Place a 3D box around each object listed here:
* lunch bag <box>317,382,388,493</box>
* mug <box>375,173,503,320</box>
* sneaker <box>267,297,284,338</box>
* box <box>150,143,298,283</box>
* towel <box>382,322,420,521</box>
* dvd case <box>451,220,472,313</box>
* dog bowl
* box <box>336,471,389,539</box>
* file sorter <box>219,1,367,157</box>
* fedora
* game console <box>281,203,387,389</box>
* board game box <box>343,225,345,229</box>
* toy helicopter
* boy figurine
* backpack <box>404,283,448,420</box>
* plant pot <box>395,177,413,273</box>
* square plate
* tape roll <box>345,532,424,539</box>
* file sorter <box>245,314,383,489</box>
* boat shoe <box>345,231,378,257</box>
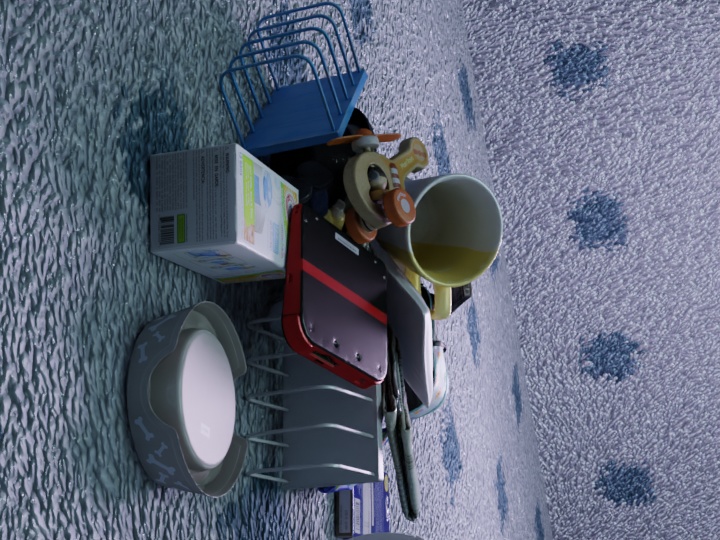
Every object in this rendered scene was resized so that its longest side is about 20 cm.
[{"bbox_3d":[-0.021,0.210,1.597,0.170,0.127,0.201,34,63,-76],"label":"lunch bag"},{"bbox_3d":[0.083,-0.046,1.555,0.149,0.153,0.187,32,83,-28],"label":"mug"},{"bbox_3d":[-0.084,0.054,1.538,0.200,0.073,0.071,60,17,-74],"label":"sneaker"},{"bbox_3d":[-0.147,-0.058,1.274,0.200,0.101,0.113,34,52,-70],"label":"box"},{"bbox_3d":[0.057,0.200,1.532,0.193,0.034,0.201,-90,171,-55],"label":"towel"},{"bbox_3d":[0.136,-0.019,1.700,0.200,0.016,0.149,119,-34,-78],"label":"dvd case"},{"bbox_3d":[-0.177,0.134,1.177,0.200,0.058,0.201,-6,90,-74],"label":"dog bowl"},{"bbox_3d":[0.005,0.365,1.780,0.200,0.032,0.122,43,43,-65],"label":"box"},{"bbox_3d":[-0.089,-0.255,1.496,0.200,0.138,0.123,-72,148,-55],"label":"file sorter"},{"bbox_3d":[-0.063,-0.135,1.526,0.091,0.200,0.201,6,74,-31],"label":"fedora"},{"bbox_3d":[-0.027,0.035,1.358,0.200,0.031,0.178,36,46,-50],"label":"game console"},{"bbox_3d":[-0.037,-0.144,1.601,0.096,0.030,0.200,-61,-140,31],"label":"board game box"},{"bbox_3d":[0.032,-0.130,1.435,0.133,0.079,0.200,61,35,-10],"label":"toy helicopter"},{"bbox_3d":[-0.068,-0.038,1.454,0.124,0.064,0.201,-32,138,-27],"label":"boy figurine"},{"bbox_3d":[0.050,0.137,1.759,0.153,0.175,0.201,49,33,-65],"label":"backpack"},{"bbox_3d":[0.005,-0.047,1.694,0.135,0.200,0.201,-60,146,-31],"label":"plant pot"},{"bbox_3d":[0.051,0.060,1.571,0.198,0.028,0.200,54,-21,41],"label":"square plate"},{"bbox_3d":[0.024,0.464,1.504,0.203,0.202,0.140,-64,145,-62],"label":"tape roll"},{"bbox_3d":[-0.063,0.161,1.410,0.124,0.138,0.201,27,57,-58],"label":"file sorter"},{"bbox_3d":[0.000,0.000,1.531,0.200,0.057,0.067,110,-20,-61],"label":"boat shoe"}]
